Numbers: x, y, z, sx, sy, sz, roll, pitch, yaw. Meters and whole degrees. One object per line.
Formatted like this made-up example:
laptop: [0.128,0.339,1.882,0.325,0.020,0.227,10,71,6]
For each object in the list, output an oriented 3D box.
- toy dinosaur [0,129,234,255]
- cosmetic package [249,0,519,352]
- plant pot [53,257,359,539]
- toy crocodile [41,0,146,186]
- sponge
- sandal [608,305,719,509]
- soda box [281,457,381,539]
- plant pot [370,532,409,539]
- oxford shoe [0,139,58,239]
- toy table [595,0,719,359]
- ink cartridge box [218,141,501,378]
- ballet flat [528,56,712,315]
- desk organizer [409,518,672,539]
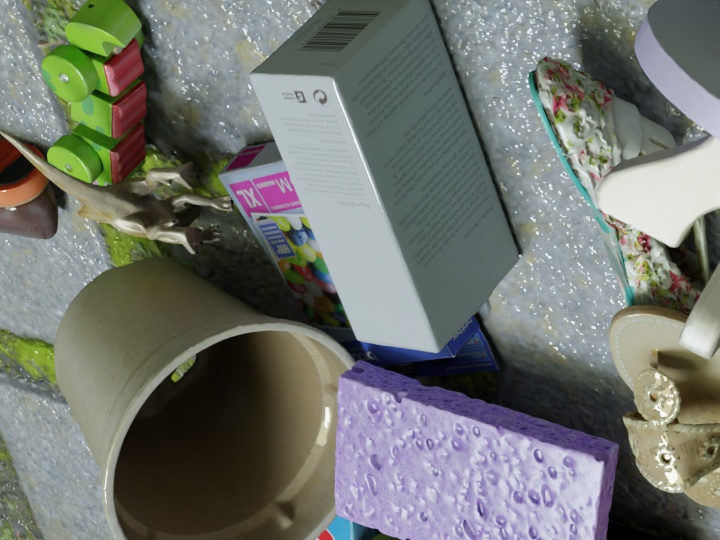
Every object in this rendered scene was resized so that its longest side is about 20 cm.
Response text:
toy dinosaur: [-0.152,-0.041,1.515,0.100,0.059,0.200,-1,166,31]
cosmetic package: [0.018,-0.061,1.381,0.071,0.101,0.201,7,130,40]
plant pot: [-0.121,0.088,1.583,0.183,0.200,0.201,40,154,51]
toy crocodile: [-0.171,-0.111,1.538,0.061,0.068,0.201,27,141,21]
sponge: [0.072,0.139,1.491,0.199,0.030,0.112,17,119,28]
sandal: [0.197,0.106,1.351,0.077,0.070,0.212,-1,147,23]
soda box: [-0.014,0.198,1.698,0.064,0.068,0.201,24,140,22]
plant pot: [0.042,0.290,1.591,0.198,0.191,0.201,2,134,2]
oxford shoe: [-0.314,-0.064,1.723,0.199,0.071,0.073,16,141,32]
toy table: [0.218,-0.043,1.165,0.200,0.183,0.118,37,128,23]
ink cartridge box: [0.000,0.000,1.513,0.119,0.042,0.201,-9,121,48]
ballet flat: [0.160,-0.046,1.305,0.063,0.076,0.201,-18,122,17]
desk organizer: [0.129,0.175,1.538,0.199,0.072,0.077,17,131,29]
